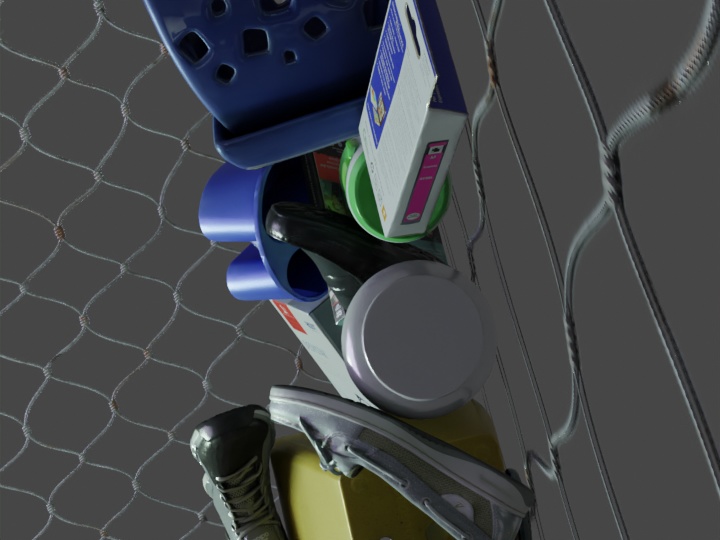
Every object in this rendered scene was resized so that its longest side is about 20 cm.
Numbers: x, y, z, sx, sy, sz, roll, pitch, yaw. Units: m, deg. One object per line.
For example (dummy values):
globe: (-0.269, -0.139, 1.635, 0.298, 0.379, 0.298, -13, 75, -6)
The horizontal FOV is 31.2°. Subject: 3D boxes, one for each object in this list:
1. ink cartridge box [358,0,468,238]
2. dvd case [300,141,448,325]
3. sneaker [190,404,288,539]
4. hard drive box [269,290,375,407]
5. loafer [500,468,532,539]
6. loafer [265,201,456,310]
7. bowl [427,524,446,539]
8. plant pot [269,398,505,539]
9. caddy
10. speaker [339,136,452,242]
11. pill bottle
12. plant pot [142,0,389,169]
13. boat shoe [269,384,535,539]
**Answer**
ink cartridge box: (0.034, -0.110, 0.851, 0.200, 0.037, 0.095, 102, 157, -63)
dvd case: (0.017, -0.038, 1.177, 0.022, 0.145, 0.202, -36, 58, 40)
sneaker: (-0.093, 0.199, 1.121, 0.200, 0.074, 0.116, 93, 155, -64)
hard drive box: (0.011, 0.088, 1.296, 0.201, 0.077, 0.156, 54, 168, -14)
loafer: (0.093, 0.226, 0.925, 0.201, 0.062, 0.072, -91, 3, -46)
loafer: (0.000, 0.000, 1.062, 0.200, 0.071, 0.068, 23, -172, -39)
bowl: (0.092, 0.274, 1.277, 0.201, 0.090, 0.203, -20, -90, -86)
plant pot: (0.045, 0.219, 1.098, 0.176, 0.198, 0.202, 136, 122, -78)
caddy: (-0.059, -0.056, 1.210, 0.200, 0.104, 0.142, -54, -52, -48)
speaker: (0.026, -0.075, 1.058, 0.200, 0.088, 0.089, -107, 4, -80)
pill bottle: (0.041, 0.051, 0.939, 0.200, 0.110, 0.113, 91, 166, -86)
plant pot: (-0.053, -0.197, 1.000, 0.200, 0.198, 0.181, -106, -3, -67)
boat shoe: (0.021, 0.138, 0.908, 0.074, 0.201, 0.065, 76, -141, -84)
